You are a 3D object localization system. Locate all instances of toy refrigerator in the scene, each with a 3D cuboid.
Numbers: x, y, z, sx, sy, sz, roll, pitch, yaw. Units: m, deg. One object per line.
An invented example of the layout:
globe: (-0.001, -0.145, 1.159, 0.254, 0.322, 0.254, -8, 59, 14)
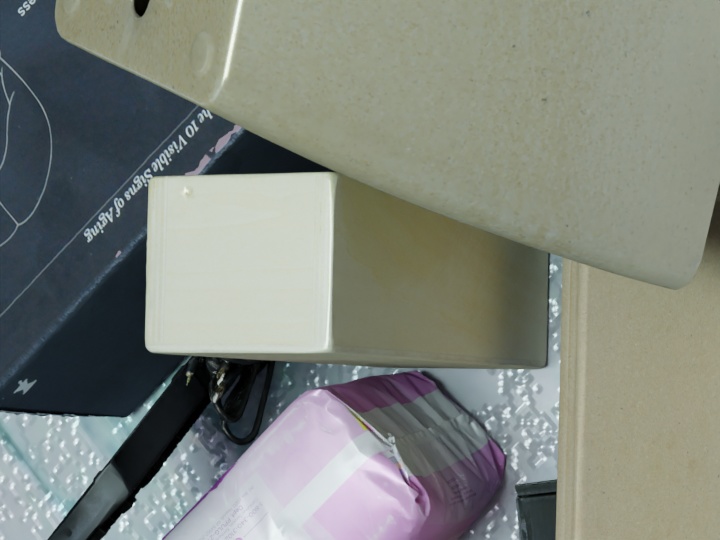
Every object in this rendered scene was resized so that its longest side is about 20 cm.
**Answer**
toy refrigerator: (0.000, 0.000, 1.098, 0.075, 0.200, 0.070, -1, 86, 26)

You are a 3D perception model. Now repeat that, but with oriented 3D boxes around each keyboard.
keyboard: (-0.065, 0.061, 1.131, 0.040, 0.200, 0.104, 38, 119, -3)

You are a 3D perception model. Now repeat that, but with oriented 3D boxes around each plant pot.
plant pot: (0.011, -0.123, 0.984, 0.200, 0.176, 0.201, 28, 108, 57)

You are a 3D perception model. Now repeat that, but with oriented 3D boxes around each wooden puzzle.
wooden puzzle: (0.134, 0.041, 1.035, 0.185, 0.037, 0.201, -11, 79, 56)

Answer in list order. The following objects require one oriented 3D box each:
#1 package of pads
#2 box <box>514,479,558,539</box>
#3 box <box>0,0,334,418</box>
package of pads: (-0.040, 0.128, 1.151, 0.200, 0.120, 0.076, -46, 75, 15)
box: (0.156, 0.168, 1.083, 0.192, 0.047, 0.201, -9, 83, 32)
box: (-0.117, -0.078, 1.202, 0.200, 0.124, 0.197, -45, 68, 16)
